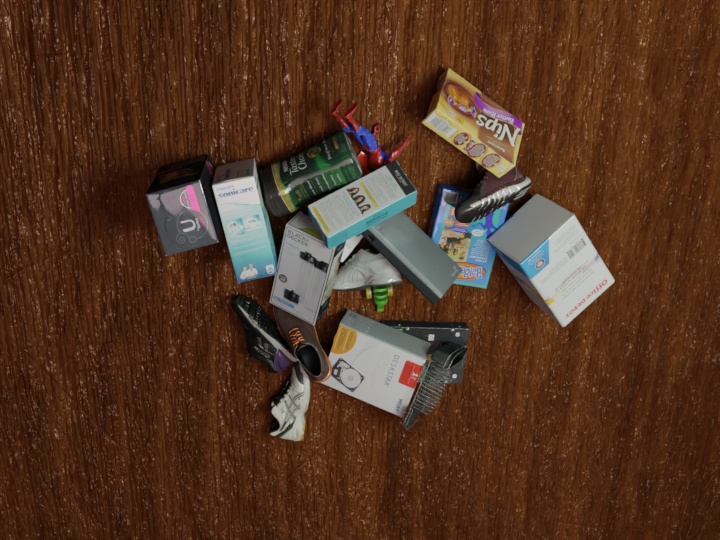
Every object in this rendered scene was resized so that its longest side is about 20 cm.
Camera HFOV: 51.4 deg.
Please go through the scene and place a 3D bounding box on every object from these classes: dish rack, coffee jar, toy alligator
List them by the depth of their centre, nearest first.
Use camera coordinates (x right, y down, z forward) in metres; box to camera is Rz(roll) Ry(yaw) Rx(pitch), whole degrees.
[{"bbox_3d":[-0.100,-0.187,1.460,0.198,0.105,0.086,-25,138,6],"label":"coffee jar"},{"bbox_3d":[0.038,0.003,1.583,0.058,0.054,0.203,-6,112,-5],"label":"toy alligator"},{"bbox_3d":[0.155,0.250,1.602,0.054,0.153,0.202,26,101,18],"label":"dish rack"}]

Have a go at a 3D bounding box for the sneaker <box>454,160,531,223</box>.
[{"bbox_3d":[0.242,-0.175,1.504,0.198,0.076,0.116,-24,73,-31],"label":"sneaker"}]

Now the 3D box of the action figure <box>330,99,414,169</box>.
[{"bbox_3d":[0.030,-0.269,1.457,0.099,0.065,0.200,-52,138,-14],"label":"action figure"}]

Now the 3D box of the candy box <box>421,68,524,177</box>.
[{"bbox_3d":[0.222,-0.286,1.457,0.198,0.118,0.056,31,146,-16],"label":"candy box"}]

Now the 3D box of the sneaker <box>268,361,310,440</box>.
[{"bbox_3d":[-0.160,0.292,1.662,0.086,0.076,0.203,6,110,-9],"label":"sneaker"}]

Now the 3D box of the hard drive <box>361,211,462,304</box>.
[{"bbox_3d":[0.106,-0.035,1.498,0.200,0.139,0.033,44,124,3],"label":"hard drive"}]

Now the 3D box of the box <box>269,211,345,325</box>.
[{"bbox_3d":[-0.108,-0.003,1.511,0.115,0.060,0.202,27,125,12],"label":"box"}]

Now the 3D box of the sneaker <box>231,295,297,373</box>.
[{"bbox_3d":[-0.221,0.146,1.600,0.087,0.076,0.200,-36,112,13],"label":"sneaker"}]

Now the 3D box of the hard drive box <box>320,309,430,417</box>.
[{"bbox_3d":[0.032,0.199,1.613,0.197,0.077,0.158,21,113,6],"label":"hard drive box"}]

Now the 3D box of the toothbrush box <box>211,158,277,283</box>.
[{"bbox_3d":[-0.224,-0.100,1.462,0.084,0.147,0.203,-13,111,-2],"label":"toothbrush box"}]

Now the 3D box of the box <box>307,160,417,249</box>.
[{"bbox_3d":[0.004,-0.126,1.432,0.198,0.083,0.049,-28,157,-12],"label":"box"}]

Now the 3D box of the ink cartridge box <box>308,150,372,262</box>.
[{"bbox_3d":[-0.019,-0.129,1.526,0.108,0.050,0.201,36,104,-17],"label":"ink cartridge box"}]

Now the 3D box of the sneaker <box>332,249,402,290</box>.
[{"bbox_3d":[0.000,0.000,1.548,0.198,0.070,0.082,-10,83,34],"label":"sneaker"}]

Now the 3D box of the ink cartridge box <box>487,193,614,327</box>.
[{"bbox_3d":[0.393,-0.021,1.545,0.146,0.146,0.200,-41,120,0],"label":"ink cartridge box"}]

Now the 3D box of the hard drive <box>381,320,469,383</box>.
[{"bbox_3d":[0.138,0.183,1.676,0.197,0.038,0.142,1,111,-8],"label":"hard drive"}]

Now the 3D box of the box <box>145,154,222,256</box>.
[{"bbox_3d":[-0.324,-0.128,1.409,0.104,0.200,0.124,-14,113,-1],"label":"box"}]

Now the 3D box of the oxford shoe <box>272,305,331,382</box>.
[{"bbox_3d":[-0.124,0.140,1.570,0.071,0.073,0.201,-35,78,0],"label":"oxford shoe"}]

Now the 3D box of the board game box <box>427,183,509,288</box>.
[{"bbox_3d":[0.217,-0.071,1.581,0.150,0.045,0.203,9,109,-11],"label":"board game box"}]
